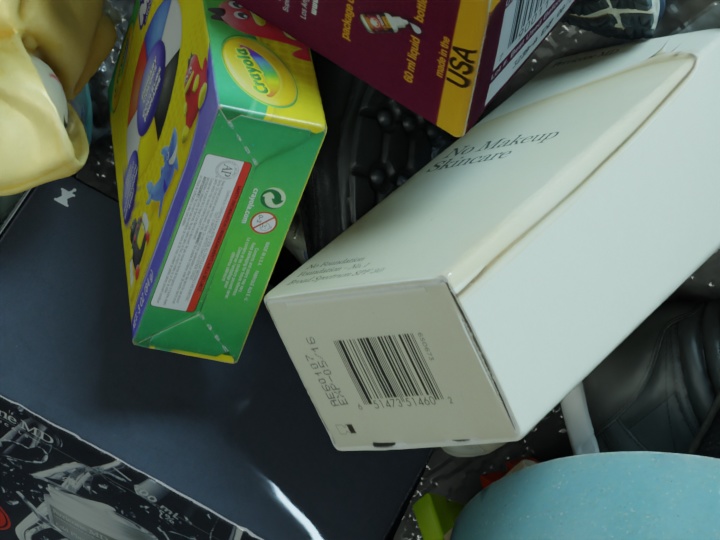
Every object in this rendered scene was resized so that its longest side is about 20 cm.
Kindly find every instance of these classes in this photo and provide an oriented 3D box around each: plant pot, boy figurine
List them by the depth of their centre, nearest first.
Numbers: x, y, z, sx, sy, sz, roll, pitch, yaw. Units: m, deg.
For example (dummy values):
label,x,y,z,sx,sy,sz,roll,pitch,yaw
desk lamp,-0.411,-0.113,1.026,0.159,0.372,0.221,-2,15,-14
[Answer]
label,x,y,z,sx,sy,sz,roll,pitch,yaw
plant pot,0.120,0.180,0.983,0.199,0.135,0.200,10,146,7
boy figurine,-0.126,-0.120,1.024,0.064,0.200,0.124,-2,144,17

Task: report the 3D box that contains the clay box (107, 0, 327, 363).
label,x,y,z,sx,sy,sz,roll,pitch,yaw
clay box,-0.062,-0.072,1.020,0.047,0.200,0.115,10,125,-18

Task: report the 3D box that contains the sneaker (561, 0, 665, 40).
label,x,y,z,sx,sy,sz,roll,pitch,yaw
sneaker,0.085,-0.181,1.014,0.077,0.086,0.200,10,140,45

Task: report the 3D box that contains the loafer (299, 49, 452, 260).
label,x,y,z,sx,sy,sz,roll,pitch,yaw
loafer,-0.005,-0.083,1.053,0.070,0.068,0.201,-9,76,41

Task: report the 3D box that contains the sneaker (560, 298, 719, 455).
label,x,y,z,sx,sy,sz,roll,pitch,yaw
sneaker,0.156,0.102,1.097,0.099,0.071,0.201,-14,101,25

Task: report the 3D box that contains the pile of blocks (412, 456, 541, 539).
label,x,y,z,sx,sy,sz,roll,pitch,yaw
pile of blocks,0.036,0.141,1.123,0.082,0.062,0.200,-1,138,-23

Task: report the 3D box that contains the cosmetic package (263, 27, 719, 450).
label,x,y,z,sx,sy,sz,roll,pitch,yaw
cosmetic package,0.069,-0.013,0.996,0.103,0.200,0.073,-8,115,45

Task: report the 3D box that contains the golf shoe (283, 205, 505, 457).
label,x,y,z,sx,sy,sz,roll,pitch,yaw
golf shoe,0.000,0.000,1.105,0.200,0.078,0.097,54,152,13

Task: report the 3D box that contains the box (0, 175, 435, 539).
label,x,y,z,sx,sy,sz,roll,pitch,yaw
box,-0.080,0.079,1.092,0.200,0.104,0.182,28,151,5

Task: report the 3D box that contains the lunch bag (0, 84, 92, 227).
label,x,y,z,sx,sy,sz,roll,pitch,yaw
lunch bag,-0.181,-0.105,1.070,0.077,0.160,0.201,-6,107,18

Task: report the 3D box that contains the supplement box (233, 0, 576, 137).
label,x,y,z,sx,sy,sz,roll,pitch,yaw
supplement box,-0.010,-0.155,0.956,0.200,0.110,0.086,32,149,15

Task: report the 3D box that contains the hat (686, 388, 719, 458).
label,x,y,z,sx,sy,sz,roll,pitch,yaw
hat,0.226,0.092,1.035,0.200,0.081,0.201,-7,113,-15
